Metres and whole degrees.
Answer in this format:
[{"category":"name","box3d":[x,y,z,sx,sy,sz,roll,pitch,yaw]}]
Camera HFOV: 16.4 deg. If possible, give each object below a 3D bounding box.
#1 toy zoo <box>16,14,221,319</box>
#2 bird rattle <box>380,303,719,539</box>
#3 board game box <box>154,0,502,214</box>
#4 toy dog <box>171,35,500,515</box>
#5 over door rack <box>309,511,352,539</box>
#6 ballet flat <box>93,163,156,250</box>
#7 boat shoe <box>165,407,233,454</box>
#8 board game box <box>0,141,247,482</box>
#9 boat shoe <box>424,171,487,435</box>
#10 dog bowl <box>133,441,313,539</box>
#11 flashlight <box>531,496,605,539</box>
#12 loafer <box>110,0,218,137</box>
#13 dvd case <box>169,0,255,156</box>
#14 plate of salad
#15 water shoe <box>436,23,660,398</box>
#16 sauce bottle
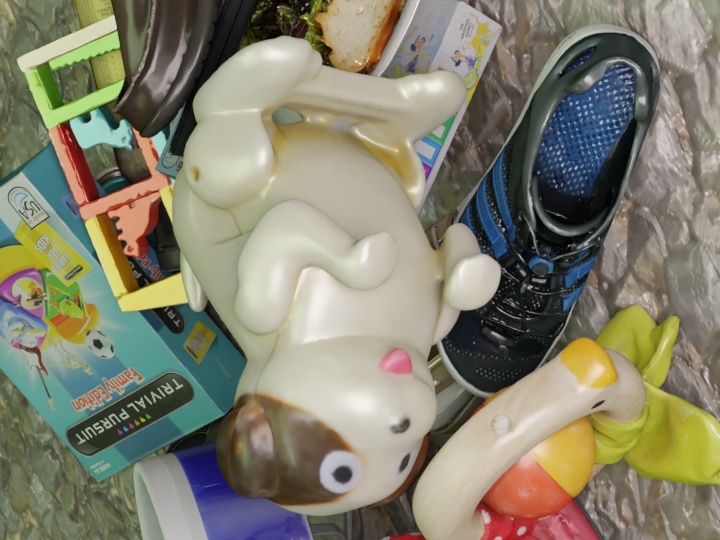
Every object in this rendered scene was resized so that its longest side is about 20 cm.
[{"category":"toy zoo","box3d":[-0.114,-0.060,1.515,0.131,0.020,0.201,-20,94,22]},{"category":"bird rattle","box3d":[0.078,0.091,1.215,0.113,0.199,0.163,62,-173,25]},{"category":"board game box","box3d":[-0.022,-0.092,1.358,0.200,0.034,0.135,19,83,52]},{"category":"toy dog","box3d":[-0.026,0.016,1.189,0.194,0.139,0.201,-28,62,34]},{"category":"over door rack","box3d":[0.018,0.167,1.460,0.148,0.066,0.201,47,140,33]},{"category":"ballet flat","box3d":[-0.169,-0.001,1.674,0.069,0.069,0.201,43,139,38]},{"category":"boat shoe","box3d":[-0.082,0.120,1.592,0.200,0.067,0.072,-12,95,60]},{"category":"board game box","box3d":[-0.182,0.029,1.621,0.200,0.047,0.151,51,137,-9]},{"category":"boat shoe","box3d":[0.058,0.008,1.290,0.075,0.068,0.201,54,130,40]},{"category":"dog bowl","box3d":[-0.068,0.197,1.422,0.200,0.078,0.201,167,90,-79]},{"category":"flashlight","box3d":[0.116,0.161,1.306,0.200,0.068,0.068,57,145,21]},{"category":"loafer","box3d":[-0.112,-0.170,1.326,0.073,0.071,0.201,159,120,-73]},{"category":"dvd case","box3d":[-0.080,-0.181,1.392,0.143,0.017,0.201,116,159,-45]},{"category":"plate of salad","box3d":[-0.022,-0.155,1.308,0.200,0.048,0.201,-38,42,45]},{"category":"water shoe","box3d":[0.083,-0.022,1.201,0.079,0.071,0.201,-73,2,-70]},{"category":"sauce bottle","box3d":[-0.130,-0.101,1.558,0.065,0.065,0.201,1,107,57]}]
